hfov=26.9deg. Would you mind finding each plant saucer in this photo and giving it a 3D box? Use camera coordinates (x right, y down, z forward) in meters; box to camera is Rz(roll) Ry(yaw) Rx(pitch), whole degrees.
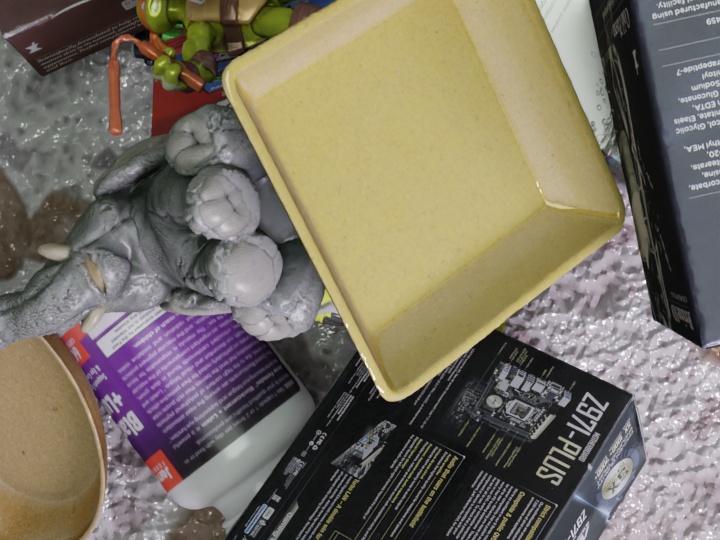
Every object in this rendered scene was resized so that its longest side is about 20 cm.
[{"bbox_3d":[-0.231,0.091,0.974,0.200,0.035,0.201,16,121,29],"label":"plant saucer"},{"bbox_3d":[0.033,-0.063,0.825,0.200,0.048,0.200,-35,108,-27],"label":"plant saucer"}]

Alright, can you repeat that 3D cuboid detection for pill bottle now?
[{"bbox_3d":[-0.100,0.082,0.970,0.111,0.111,0.200,-38,87,2],"label":"pill bottle"}]

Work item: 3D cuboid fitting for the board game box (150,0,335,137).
[{"bbox_3d":[-0.046,-0.125,0.931,0.200,0.019,0.103,-17,61,28],"label":"board game box"}]

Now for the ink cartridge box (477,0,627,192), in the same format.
[{"bbox_3d":[0.167,-0.135,0.941,0.200,0.147,0.145,30,93,2],"label":"ink cartridge box"}]

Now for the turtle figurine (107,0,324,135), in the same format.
[{"bbox_3d":[-0.068,-0.149,0.884,0.161,0.064,0.200,0,51,13],"label":"turtle figurine"}]

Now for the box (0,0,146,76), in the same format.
[{"bbox_3d":[-0.206,-0.240,0.979,0.100,0.075,0.200,-23,72,2],"label":"box"}]

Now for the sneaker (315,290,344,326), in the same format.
[{"bbox_3d":[-0.038,-0.050,0.943,0.075,0.076,0.200,-13,55,-30],"label":"sneaker"}]

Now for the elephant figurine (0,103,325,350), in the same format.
[{"bbox_3d":[-0.114,-0.022,0.869,0.200,0.155,0.142,-14,67,40],"label":"elephant figurine"}]

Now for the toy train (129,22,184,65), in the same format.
[{"bbox_3d":[-0.065,-0.156,1.007,0.200,0.042,0.057,8,108,7],"label":"toy train"}]

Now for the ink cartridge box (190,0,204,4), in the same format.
[{"bbox_3d":[-0.141,-0.257,0.871,0.200,0.084,0.146,25,65,19],"label":"ink cartridge box"}]

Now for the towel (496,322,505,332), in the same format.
[{"bbox_3d":[0.000,0.000,0.984,0.200,0.086,0.018,18,122,3],"label":"towel"}]

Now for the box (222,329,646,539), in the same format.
[{"bbox_3d":[0.044,0.135,0.867,0.164,0.086,0.200,24,68,28],"label":"box"}]

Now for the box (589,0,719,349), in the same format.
[{"bbox_3d":[0.198,-0.074,0.766,0.124,0.200,0.197,-13,90,5],"label":"box"}]
